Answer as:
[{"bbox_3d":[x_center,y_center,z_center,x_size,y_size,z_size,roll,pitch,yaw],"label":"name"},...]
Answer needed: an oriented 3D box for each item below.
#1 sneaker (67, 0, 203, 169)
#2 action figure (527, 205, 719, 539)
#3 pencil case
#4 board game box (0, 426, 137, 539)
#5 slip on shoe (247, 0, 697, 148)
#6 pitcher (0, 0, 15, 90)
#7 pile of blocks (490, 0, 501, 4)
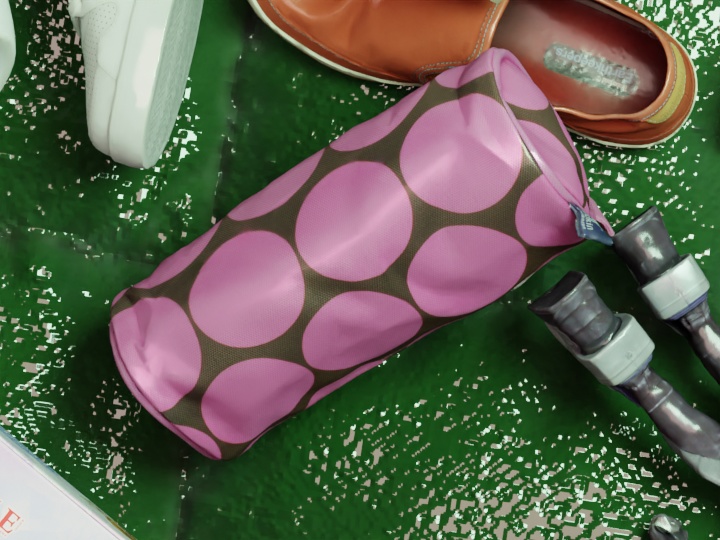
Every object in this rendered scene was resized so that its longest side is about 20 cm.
[{"bbox_3d":[-0.122,-0.143,1.154,0.115,0.074,0.201,6,75,3],"label":"sneaker"},{"bbox_3d":[0.158,0.070,1.130,0.130,0.069,0.200,-38,89,-10],"label":"action figure"},{"bbox_3d":[0.000,0.000,1.112,0.199,0.094,0.091,-30,46,13],"label":"pencil case"},{"bbox_3d":[-0.220,0.134,1.138,0.200,0.041,0.200,40,87,3],"label":"board game box"},{"bbox_3d":[0.046,-0.105,1.150,0.199,0.061,0.075,20,87,4],"label":"slip on shoe"},{"bbox_3d":[-0.252,-0.118,1.131,0.172,0.121,0.200,-44,76,1],"label":"pitcher"},{"bbox_3d":[0.101,-0.171,1.129,0.199,0.083,0.062,-15,41,-22],"label":"pile of blocks"}]
